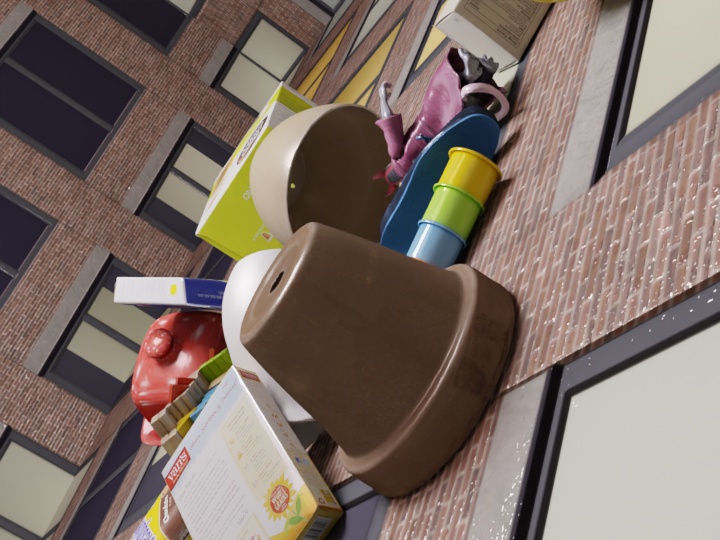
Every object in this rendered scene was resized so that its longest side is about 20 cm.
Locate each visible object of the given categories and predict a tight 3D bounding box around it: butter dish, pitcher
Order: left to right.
[{"bbox_3d":[-0.246,0.130,1.391,0.196,0.148,0.203,-7,57,29],"label":"butter dish"},{"bbox_3d":[-0.065,0.076,1.045,0.170,0.120,0.204,-28,63,36],"label":"pitcher"}]

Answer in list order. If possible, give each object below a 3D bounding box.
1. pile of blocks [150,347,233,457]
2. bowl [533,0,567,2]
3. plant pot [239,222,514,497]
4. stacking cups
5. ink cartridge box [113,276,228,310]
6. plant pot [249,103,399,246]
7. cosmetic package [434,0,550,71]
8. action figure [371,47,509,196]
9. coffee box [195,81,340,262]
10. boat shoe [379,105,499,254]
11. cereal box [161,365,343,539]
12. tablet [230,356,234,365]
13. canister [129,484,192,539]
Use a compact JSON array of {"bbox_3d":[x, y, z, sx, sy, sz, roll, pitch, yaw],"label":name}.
[{"bbox_3d":[-0.197,0.146,1.250,0.081,0.063,0.201,-28,17,34],"label":"pile of blocks"},{"bbox_3d":[0.232,-0.338,0.980,0.201,0.107,0.201,-53,15,21],"label":"bowl"},{"bbox_3d":[0.001,0.055,0.810,0.201,0.173,0.201,-51,16,21],"label":"plant pot"},{"bbox_3d":[0.068,-0.020,0.968,0.202,0.060,0.060,-61,14,-10],"label":"stacking cups"},{"bbox_3d":[-0.195,0.034,1.340,0.197,0.196,0.048,-2,84,40],"label":"ink cartridge box"},{"bbox_3d":[-0.063,-0.113,1.251,0.133,0.200,0.203,16,71,42],"label":"plant pot"},{"bbox_3d":[0.185,-0.355,1.192,0.202,0.103,0.073,-59,13,-8],"label":"cosmetic package"},{"bbox_3d":[0.091,-0.155,1.146,0.201,0.133,0.150,-51,39,23],"label":"action figure"},{"bbox_3d":[-0.096,-0.115,1.448,0.201,0.198,0.199,-52,15,24],"label":"coffee box"},{"bbox_3d":[0.075,-0.106,1.080,0.200,0.083,0.069,-47,22,30],"label":"boat shoe"},{"bbox_3d":[-0.110,0.210,0.947,0.145,0.039,0.200,-54,44,15],"label":"cereal box"},{"bbox_3d":[-0.101,0.117,1.187,0.131,0.014,0.202,-50,41,24],"label":"tablet"},{"bbox_3d":[-0.215,0.312,1.191,0.202,0.086,0.149,-55,14,5],"label":"canister"}]
